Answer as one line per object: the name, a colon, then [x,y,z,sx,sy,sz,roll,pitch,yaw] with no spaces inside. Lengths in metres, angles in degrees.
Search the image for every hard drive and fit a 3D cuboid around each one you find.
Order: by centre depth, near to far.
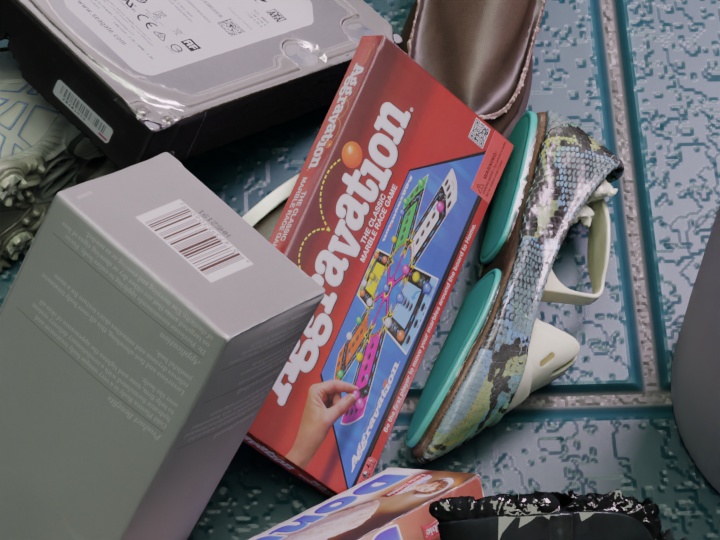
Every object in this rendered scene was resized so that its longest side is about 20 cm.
hard drive: [-0.088,-0.125,1.242,0.140,0.038,0.200,43,37,19]

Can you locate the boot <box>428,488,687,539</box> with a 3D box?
boot: [0.052,0.179,1.090,0.198,0.073,0.163,-1,86,-13]

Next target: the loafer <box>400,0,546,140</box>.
loafer: [0.062,-0.152,1.298,0.073,0.071,0.201,10,62,2]

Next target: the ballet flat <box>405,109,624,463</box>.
ballet flat: [0.083,0.013,1.217,0.074,0.074,0.200,18,66,7]

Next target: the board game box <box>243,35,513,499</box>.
board game box: [0.000,0.000,1.187,0.019,0.103,0.200,3,63,49]

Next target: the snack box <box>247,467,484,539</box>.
snack box: [-0.038,0.137,1.106,0.200,0.072,0.024,-24,102,-34]

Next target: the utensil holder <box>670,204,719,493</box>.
utensil holder: [0.235,0.016,1.145,0.169,0.200,0.170,1,62,-2]

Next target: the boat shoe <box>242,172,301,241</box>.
boat shoe: [-0.057,0.022,1.201,0.202,0.072,0.060,-41,70,-15]

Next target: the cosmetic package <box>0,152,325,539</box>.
cosmetic package: [-0.113,0.063,1.101,0.107,0.200,0.090,40,32,15]

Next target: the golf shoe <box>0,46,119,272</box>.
golf shoe: [-0.183,-0.060,1.241,0.200,0.078,0.097,-29,61,-27]
